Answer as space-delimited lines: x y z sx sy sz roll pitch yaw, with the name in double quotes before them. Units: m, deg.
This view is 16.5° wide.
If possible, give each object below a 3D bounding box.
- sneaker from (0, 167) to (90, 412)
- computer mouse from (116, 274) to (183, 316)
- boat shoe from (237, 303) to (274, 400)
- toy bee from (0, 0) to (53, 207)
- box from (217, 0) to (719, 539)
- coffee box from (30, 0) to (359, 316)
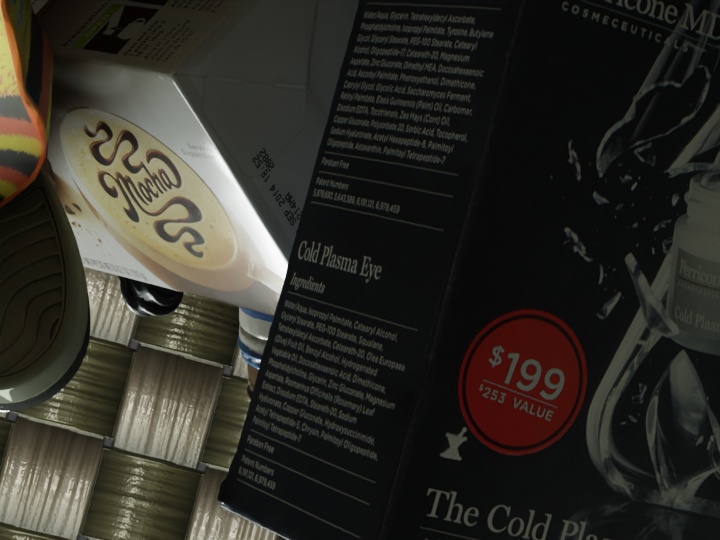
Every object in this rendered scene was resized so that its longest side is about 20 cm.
"sneaker" -0.135 -0.001 0.848 0.200 0.075 0.106 44 167 41
"computer mouse" 0.000 0.000 1.019 0.200 0.044 0.110 13 -150 -8
"boat shoe" 0.014 0.023 0.916 0.072 0.072 0.200 13 -161 30
"toy bee" -0.122 -0.084 0.706 0.109 0.131 0.200 -10 162 12
"box" 0.086 0.011 0.732 0.200 0.182 0.104 14 179 -28
"coffee box" -0.074 -0.060 0.848 0.200 0.080 0.113 14 144 47
